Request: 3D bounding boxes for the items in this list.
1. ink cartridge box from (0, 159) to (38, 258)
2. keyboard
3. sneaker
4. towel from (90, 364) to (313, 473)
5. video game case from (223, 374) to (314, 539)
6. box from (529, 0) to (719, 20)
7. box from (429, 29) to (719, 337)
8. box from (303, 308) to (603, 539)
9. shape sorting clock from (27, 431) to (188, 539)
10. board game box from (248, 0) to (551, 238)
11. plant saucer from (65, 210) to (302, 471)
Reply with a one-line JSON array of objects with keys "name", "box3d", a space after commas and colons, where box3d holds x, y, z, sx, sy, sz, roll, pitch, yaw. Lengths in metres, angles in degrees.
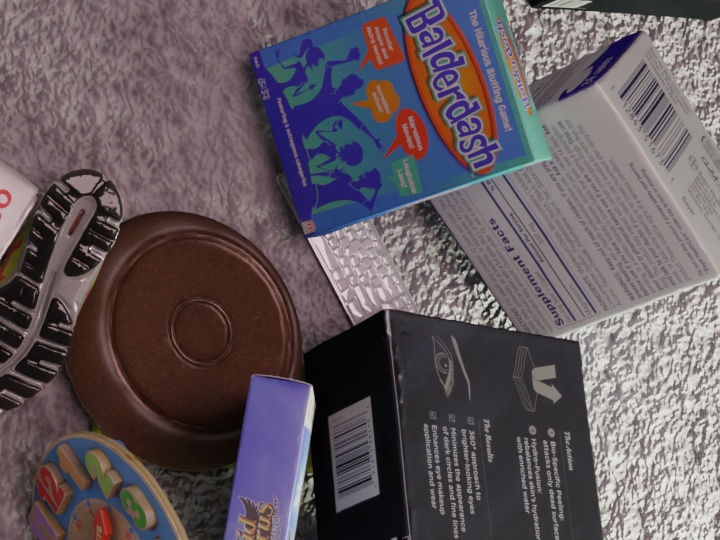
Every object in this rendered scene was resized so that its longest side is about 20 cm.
[{"name": "ink cartridge box", "box3d": [-0.347, -0.050, 1.394, 0.200, 0.084, 0.145, 37, 69, -21]}, {"name": "keyboard", "box3d": [0.000, 0.000, 1.625, 0.056, 0.011, 0.200, -33, 101, -27]}, {"name": "sneaker", "box3d": [-0.231, 0.017, 1.460, 0.078, 0.090, 0.200, 34, 93, -10]}, {"name": "towel", "box3d": [-0.112, 0.108, 1.551, 0.200, 0.018, 0.086, 6, 86, -29]}, {"name": "video game case", "box3d": [-0.068, 0.180, 1.414, 0.045, 0.181, 0.201, 9, 83, 1]}, {"name": "box", "box3d": [0.244, -0.297, 1.754, 0.200, 0.079, 0.142, -1, 83, -29]}, {"name": "box", "box3d": [0.178, -0.062, 1.612, 0.184, 0.200, 0.105, 55, 41, -13]}, {"name": "box", "box3d": [0.072, 0.150, 1.553, 0.200, 0.117, 0.197, 11, 64, -35]}, {"name": "shape sorting clock", "box3d": [-0.171, 0.208, 1.401, 0.039, 0.200, 0.201, -14, 92, -36]}, {"name": "board game box", "box3d": [0.029, -0.126, 1.548, 0.045, 0.200, 0.152, -13, 85, -67]}, {"name": "plant saucer", "box3d": [-0.125, 0.048, 1.521, 0.200, 0.034, 0.201, 9, 72, -27]}]
